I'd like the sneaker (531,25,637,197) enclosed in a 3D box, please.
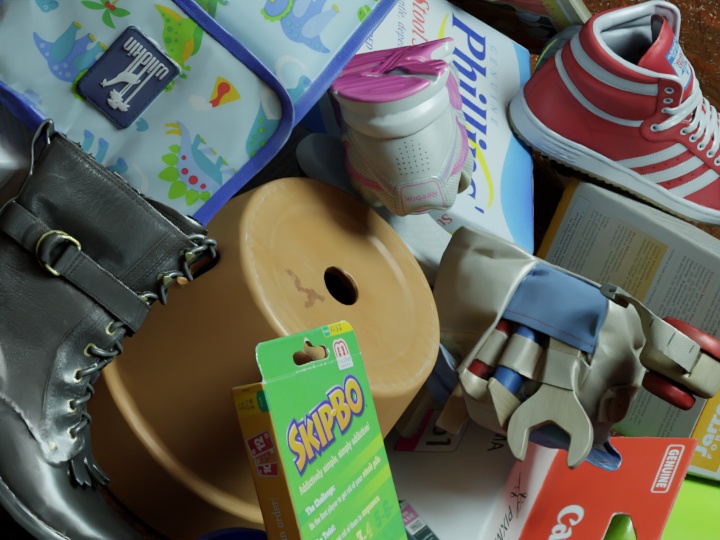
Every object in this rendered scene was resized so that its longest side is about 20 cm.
[{"bbox_3d":[0.160,-0.097,1.832,0.200,0.074,0.081,69,27,-48],"label":"sneaker"}]

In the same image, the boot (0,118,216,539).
[{"bbox_3d":[-0.137,0.043,1.400,0.200,0.174,0.069,44,-6,-6],"label":"boot"}]

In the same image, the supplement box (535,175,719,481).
[{"bbox_3d":[0.186,0.036,1.691,0.073,0.126,0.200,17,11,-36],"label":"supplement box"}]

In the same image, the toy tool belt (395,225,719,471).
[{"bbox_3d":[0.106,0.065,1.522,0.200,0.123,0.125,25,-5,43],"label":"toy tool belt"}]

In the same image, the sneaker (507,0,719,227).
[{"bbox_3d":[0.205,-0.098,1.712,0.200,0.113,0.071,17,47,-20],"label":"sneaker"}]

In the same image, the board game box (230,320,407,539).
[{"bbox_3d":[-0.012,0.129,1.378,0.096,0.030,0.200,-14,92,-59],"label":"board game box"}]

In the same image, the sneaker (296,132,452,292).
[{"bbox_3d":[0.000,0.000,1.615,0.200,0.099,0.071,42,27,-40],"label":"sneaker"}]

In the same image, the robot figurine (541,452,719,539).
[{"bbox_3d":[0.166,0.169,1.643,0.200,0.116,0.176,13,44,-37],"label":"robot figurine"}]

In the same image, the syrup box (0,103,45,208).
[{"bbox_3d":[-0.165,-0.072,1.520,0.200,0.079,0.082,1,62,-38],"label":"syrup box"}]

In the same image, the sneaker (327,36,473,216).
[{"bbox_3d":[0.021,-0.078,1.544,0.200,0.081,0.088,-73,153,-77],"label":"sneaker"}]

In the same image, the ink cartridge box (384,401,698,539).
[{"bbox_3d":[0.079,0.140,1.535,0.200,0.173,0.044,-60,140,-47],"label":"ink cartridge box"}]

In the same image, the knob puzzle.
[{"bbox_3d":[0.049,-0.180,1.791,0.219,0.220,0.030,26,75,-29],"label":"knob puzzle"}]

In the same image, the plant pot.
[{"bbox_3d":[-0.050,0.042,1.512,0.200,0.140,0.200,27,43,-29],"label":"plant pot"}]

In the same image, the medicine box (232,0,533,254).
[{"bbox_3d":[0.002,-0.092,1.706,0.200,0.103,0.182,27,43,-27],"label":"medicine box"}]

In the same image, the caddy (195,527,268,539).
[{"bbox_3d":[-0.064,0.220,1.376,0.141,0.105,0.200,43,38,-9],"label":"caddy"}]

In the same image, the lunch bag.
[{"bbox_3d":[-0.097,-0.135,1.455,0.170,0.127,0.200,42,78,-7],"label":"lunch bag"}]
